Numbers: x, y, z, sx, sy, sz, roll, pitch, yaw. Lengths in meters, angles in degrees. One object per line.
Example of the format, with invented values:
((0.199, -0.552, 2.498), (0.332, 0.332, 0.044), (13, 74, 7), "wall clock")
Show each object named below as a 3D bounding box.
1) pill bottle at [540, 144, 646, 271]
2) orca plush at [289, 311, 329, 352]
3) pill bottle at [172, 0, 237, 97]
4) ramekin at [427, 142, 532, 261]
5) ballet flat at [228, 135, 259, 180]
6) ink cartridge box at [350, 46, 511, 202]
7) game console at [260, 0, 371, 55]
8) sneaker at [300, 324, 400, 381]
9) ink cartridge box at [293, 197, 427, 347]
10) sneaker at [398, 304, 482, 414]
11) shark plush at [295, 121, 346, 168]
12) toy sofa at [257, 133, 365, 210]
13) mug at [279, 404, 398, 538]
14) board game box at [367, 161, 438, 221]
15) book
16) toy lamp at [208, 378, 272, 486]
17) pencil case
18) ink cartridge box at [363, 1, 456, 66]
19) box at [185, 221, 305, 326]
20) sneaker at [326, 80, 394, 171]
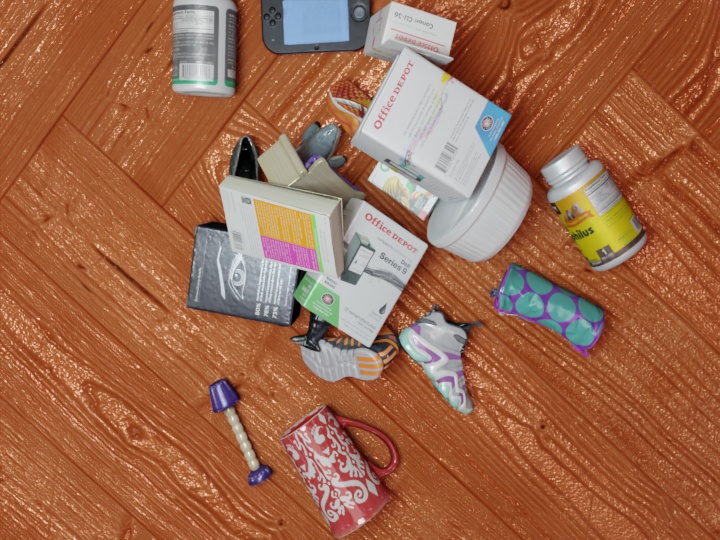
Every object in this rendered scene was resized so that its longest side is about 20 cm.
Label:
((0.394, -0.109, 1.291), (0.108, 0.109, 0.202), (-34, 94, 8), "pill bottle")
((-0.075, 0.035, 1.339), (0.104, 0.071, 0.203), (32, 91, 41), "orca plush")
((-0.267, -0.408, 1.298), (0.110, 0.113, 0.206), (4, 98, 4), "pill bottle")
((0.204, -0.108, 1.266), (0.093, 0.203, 0.205), (31, 99, -12), "ramekin")
((-0.204, -0.141, 1.310), (0.065, 0.057, 0.205), (-4, 63, -9), "ballet flat")
((0.106, -0.225, 1.204), (0.197, 0.146, 0.149), (30, 88, -8), "ink cartridge box")
((-0.078, -0.471, 1.318), (0.194, 0.031, 0.182), (-1, 98, 4), "game console")
((-0.011, 0.146, 1.374), (0.196, 0.111, 0.080), (5, 114, 37), "sneaker")
((0.000, 0.000, 1.277), (0.144, 0.084, 0.203), (31, 89, -19), "ink cartridge box")
((0.175, 0.151, 1.360), (0.139, 0.078, 0.201), (-41, 106, -3), "sneaker")
((-0.116, -0.192, 1.330), (0.197, 0.083, 0.092), (-28, 96, 7), "shark plush")
((-0.077, -0.154, 1.269), (0.097, 0.199, 0.084), (-37, 65, 11), "toy sofa")
((-0.040, 0.352, 1.395), (0.133, 0.177, 0.202), (-35, 90, 44), "mug")
((0.117, -0.208, 1.327), (0.125, 0.035, 0.203), (34, 99, 9), "board game box")
((-0.123, -0.066, 1.188), (0.195, 0.048, 0.136), (15, 133, 19), "book")
((-0.228, 0.301, 1.418), (0.057, 0.058, 0.204), (-25, 96, 7), "toy lamp")
((0.330, 0.068, 1.331), (0.196, 0.085, 0.094), (25, 83, 1), "pencil case")
((0.081, -0.377, 1.221), (0.113, 0.200, 0.069), (12, 98, -13), "ink cartridge box")
((-0.199, 0.003, 1.352), (0.194, 0.104, 0.152), (11, 99, 3), "box")
((0.019, -0.246, 1.314), (0.073, 0.077, 0.201), (-38, 79, -18), "sneaker")
